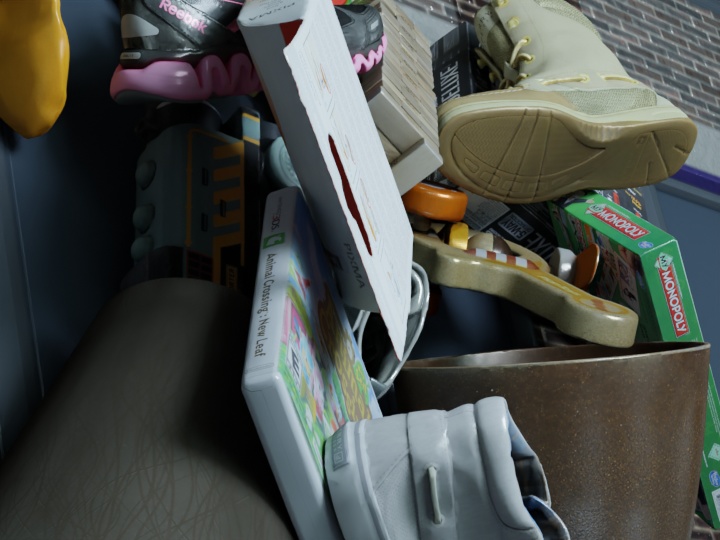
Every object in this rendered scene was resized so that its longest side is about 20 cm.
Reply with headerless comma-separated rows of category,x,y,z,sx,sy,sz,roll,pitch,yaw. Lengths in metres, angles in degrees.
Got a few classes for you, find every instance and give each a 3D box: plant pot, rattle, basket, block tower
plant pot,0.116,0.148,1.166,0.186,0.186,0.202,-3,90,-51
rattle,-0.161,-0.178,1.145,0.144,0.129,0.200,63,7,-13
basket,-0.099,0.108,0.957,0.179,0.137,0.201,17,39,-6
block tower,0.010,-0.110,1.232,0.058,0.054,0.200,45,18,-22

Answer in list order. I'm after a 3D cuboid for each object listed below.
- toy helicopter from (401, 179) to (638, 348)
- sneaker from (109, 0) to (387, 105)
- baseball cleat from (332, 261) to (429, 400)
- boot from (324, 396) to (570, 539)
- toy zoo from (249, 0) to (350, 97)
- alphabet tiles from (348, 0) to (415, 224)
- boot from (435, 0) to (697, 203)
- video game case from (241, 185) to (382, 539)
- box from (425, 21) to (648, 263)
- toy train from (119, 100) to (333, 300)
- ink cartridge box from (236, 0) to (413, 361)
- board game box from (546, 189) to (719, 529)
toy helicopter,0.104,0.010,1.219,0.131,0.200,0.080,9,102,-35
sneaker,-0.060,-0.148,1.132,0.199,0.079,0.096,-14,98,-48
baseball cleat,0.000,0.000,1.176,0.069,0.106,0.201,23,47,-33
boot,0.055,0.147,0.958,0.074,0.095,0.201,-91,164,-52
toy zoo,-0.080,-0.186,1.248,0.131,0.020,0.200,40,43,-1
alphabet tiles,-0.008,-0.126,1.324,0.201,0.006,0.166,56,27,-5
boot,0.103,-0.120,1.306,0.199,0.073,0.156,-5,43,-30
video game case,-0.013,0.086,0.999,0.182,0.022,0.201,-87,160,-60
box,0.125,-0.059,1.404,0.200,0.050,0.158,36,34,-31
toy train,-0.076,-0.010,1.118,0.113,0.085,0.201,21,49,-29
ink cartridge box,-0.020,-0.052,1.012,0.200,0.050,0.163,-75,146,-70
board game box,0.184,0.053,1.300,0.135,0.029,0.201,42,-27,63
